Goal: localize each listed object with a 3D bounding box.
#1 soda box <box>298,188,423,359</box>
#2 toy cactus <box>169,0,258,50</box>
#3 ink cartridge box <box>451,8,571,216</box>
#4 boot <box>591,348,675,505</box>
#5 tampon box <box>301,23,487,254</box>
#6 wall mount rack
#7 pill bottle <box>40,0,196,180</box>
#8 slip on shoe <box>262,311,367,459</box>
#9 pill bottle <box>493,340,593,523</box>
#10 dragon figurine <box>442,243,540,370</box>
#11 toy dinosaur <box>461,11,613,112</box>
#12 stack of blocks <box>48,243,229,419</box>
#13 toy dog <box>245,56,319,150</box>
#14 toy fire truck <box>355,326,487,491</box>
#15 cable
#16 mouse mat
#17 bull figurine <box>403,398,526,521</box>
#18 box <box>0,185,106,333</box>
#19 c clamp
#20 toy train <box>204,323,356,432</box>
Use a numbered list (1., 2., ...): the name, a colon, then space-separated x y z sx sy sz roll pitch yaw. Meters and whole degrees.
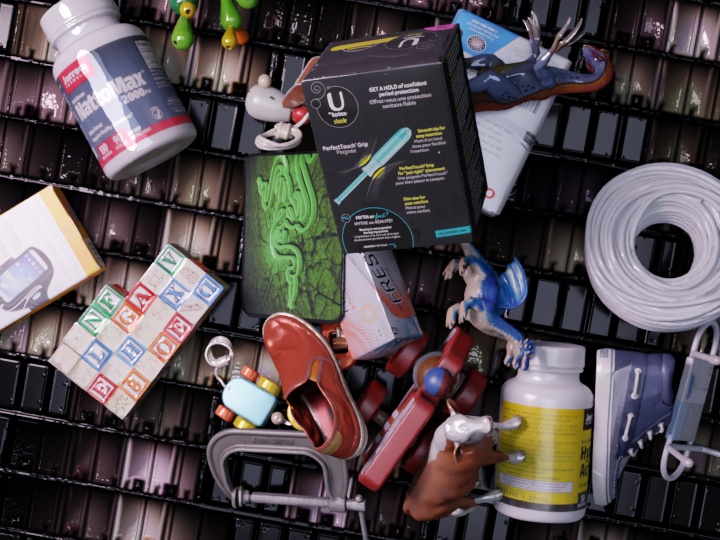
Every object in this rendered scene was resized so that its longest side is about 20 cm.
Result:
1. soda box: 0.000 0.000 1.236 0.068 0.063 0.201 -30 74 33
2. toy cactus: -0.179 -0.357 1.262 0.165 0.102 0.201 33 94 18
3. ink cartridge box: 0.137 -0.182 1.254 0.146 0.086 0.201 25 93 0
4. boot: 0.320 0.189 1.244 0.090 0.073 0.201 3 112 13
5. tampon box: 0.042 -0.140 1.125 0.149 0.126 0.201 -4 119 17
6. wall mount rack: 0.398 0.157 1.225 0.074 0.173 0.201 15 92 40
7. pill bottle: -0.289 -0.219 1.241 0.119 0.120 0.201 -29 91 1
8. slip on shoe: -0.061 0.126 1.200 0.074 0.061 0.200 -46 57 24
9. pill bottle: 0.217 0.187 1.250 0.111 0.111 0.201 3 92 0
10. dragon figurine: 0.151 0.019 1.211 0.099 0.059 0.201 5 71 -21
11. toy dinosaur: 0.185 -0.218 1.193 0.181 0.105 0.201 18 124 -9
12. stack of blocks: -0.265 0.063 1.277 0.115 0.059 0.200 38 91 0
13. toy dog: -0.034 -0.210 1.243 0.199 0.132 0.097 -2 121 -8
14. toy fire truck: 0.067 0.156 1.222 0.112 0.168 0.200 37 92 -1
15. cable: 0.362 -0.028 1.247 0.199 0.069 0.201 -24 74 0
16. mouse mat: -0.081 -0.040 1.254 0.160 0.008 0.201 2 91 37
17. bull figurine: 0.117 0.213 1.187 0.121 0.065 0.200 3 137 -26
18. box: -0.425 -0.002 1.288 0.199 0.041 0.119 -30 91 3
19. c clamp: -0.087 0.259 1.269 0.199 0.027 0.172 6 124 9
20. toy train: -0.082 0.125 1.283 0.199 0.056 0.151 -10 76 6
